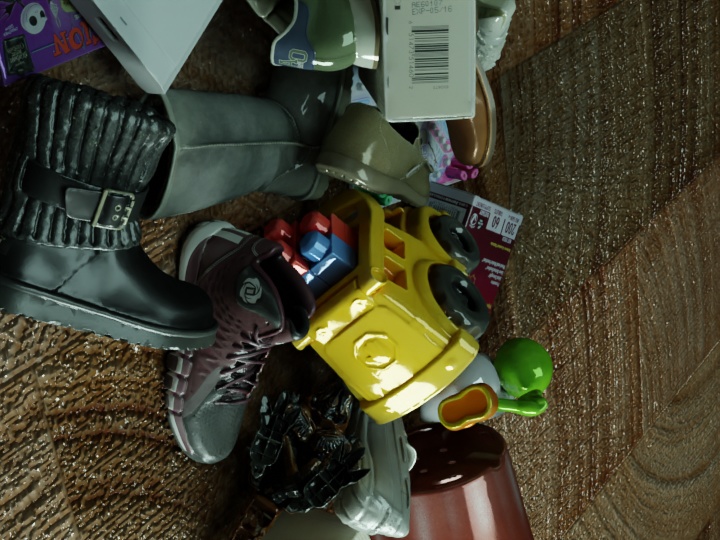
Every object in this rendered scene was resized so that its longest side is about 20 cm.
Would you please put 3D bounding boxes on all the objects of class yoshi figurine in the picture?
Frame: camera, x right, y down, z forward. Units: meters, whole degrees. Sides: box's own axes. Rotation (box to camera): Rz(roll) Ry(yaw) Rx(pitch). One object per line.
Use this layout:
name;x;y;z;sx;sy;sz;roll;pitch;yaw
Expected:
yoshi figurine;0.127;0.098;1.170;0.200;0.111;0.114;10;89;-67

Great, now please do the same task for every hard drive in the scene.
hard drive;-0.131;-0.244;0.853;0.201;0.026;0.132;-63;142;-23

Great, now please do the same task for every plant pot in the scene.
plant pot;0.091;0.270;1.221;0.200;0.200;0.197;-31;115;-47

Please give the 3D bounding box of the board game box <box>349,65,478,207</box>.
board game box;0.057;-0.169;1.182;0.199;0.026;0.202;-22;116;-51

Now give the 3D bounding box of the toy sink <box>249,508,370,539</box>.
toy sink;-0.063;0.327;1.070;0.200;0.111;0.131;-54;137;-31

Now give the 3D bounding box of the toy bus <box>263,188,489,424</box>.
toy bus;0.000;0.000;1.056;0.192;0.136;0.201;37;30;-24

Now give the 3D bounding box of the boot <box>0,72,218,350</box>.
boot;-0.160;-0.034;0.842;0.210;0.079;0.159;19;90;-50

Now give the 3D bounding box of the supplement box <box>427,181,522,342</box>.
supplement box;0.086;0.022;1.224;0.109;0.061;0.202;15;95;-55

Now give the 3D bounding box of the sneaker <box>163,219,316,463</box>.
sneaker;-0.091;0.066;0.958;0.075;0.115;0.202;-14;110;-52

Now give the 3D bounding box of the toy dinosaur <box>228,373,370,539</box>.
toy dinosaur;-0.055;0.174;1.051;0.136;0.101;0.202;124;-20;-66

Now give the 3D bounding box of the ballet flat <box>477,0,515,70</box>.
ballet flat;0.111;-0.268;1.155;0.072;0.071;0.201;-54;139;-31

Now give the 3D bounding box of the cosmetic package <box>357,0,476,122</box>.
cosmetic package;0.041;-0.190;0.986;0.200;0.072;0.104;-105;-167;-70

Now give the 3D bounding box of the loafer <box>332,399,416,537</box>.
loafer;0.015;0.165;1.109;0.069;0.070;0.201;31;31;-18

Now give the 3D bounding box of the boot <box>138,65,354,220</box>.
boot;-0.095;-0.131;0.954;0.199;0.072;0.184;-2;99;-48

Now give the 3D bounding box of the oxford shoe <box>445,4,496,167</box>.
oxford shoe;0.077;-0.181;1.142;0.071;0.071;0.201;-29;121;-21

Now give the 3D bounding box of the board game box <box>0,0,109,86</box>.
board game box;-0.187;-0.214;0.827;0.200;0.032;0.121;-37;132;-44

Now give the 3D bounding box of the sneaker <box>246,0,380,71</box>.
sneaker;-0.049;-0.233;0.944;0.067;0.089;0.201;97;-19;-56

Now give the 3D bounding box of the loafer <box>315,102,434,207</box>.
loafer;0.025;-0.099;1.032;0.068;0.076;0.200;-67;167;8
